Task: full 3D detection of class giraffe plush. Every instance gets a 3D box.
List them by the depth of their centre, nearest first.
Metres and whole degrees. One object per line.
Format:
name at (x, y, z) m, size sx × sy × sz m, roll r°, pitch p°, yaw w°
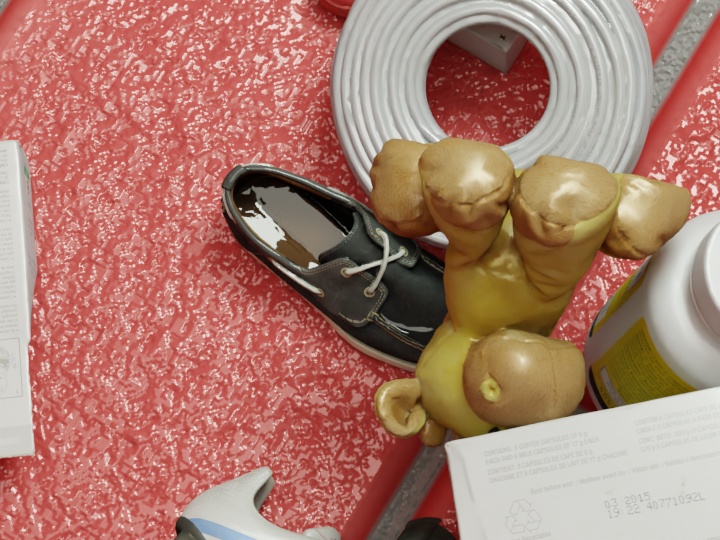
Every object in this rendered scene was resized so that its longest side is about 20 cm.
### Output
giraffe plush at (0.078, 0.022, 1.524) m, size 0.172 × 0.200 × 0.163 m, roll 10°, pitch 87°, yaw -5°

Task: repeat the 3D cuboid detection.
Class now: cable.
cable at (0.076, -0.108, 1.657) m, size 0.199 × 0.069 × 0.201 m, roll 27°, pitch 100°, yaw 8°

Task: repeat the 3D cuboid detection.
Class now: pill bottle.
pill bottle at (0.203, 0.030, 1.567) m, size 0.111 × 0.200 × 0.112 m, roll 3°, pitch 72°, yaw -10°

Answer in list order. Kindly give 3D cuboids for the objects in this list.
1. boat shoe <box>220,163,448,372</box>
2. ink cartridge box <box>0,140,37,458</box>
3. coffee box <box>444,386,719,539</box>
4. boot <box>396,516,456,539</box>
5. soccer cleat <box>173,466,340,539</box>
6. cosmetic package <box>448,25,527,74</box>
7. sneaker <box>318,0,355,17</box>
boat shoe at (0.000, 0.000, 1.673) m, size 0.200 × 0.068 × 0.072 m, roll 33°, pitch 77°, yaw 11°
ink cartridge box at (-0.279, 0.027, 1.702) m, size 0.160 × 0.050 × 0.201 m, roll -6°, pitch 77°, yaw 3°
coffee box at (0.163, 0.194, 1.533) m, size 0.199 × 0.198 × 0.201 m, roll -11°, pitch 71°, yaw 3°
boot at (0.050, 0.246, 1.584) m, size 0.077 × 0.138 × 0.201 m, roll -8°, pitch 98°, yaw 16°
soccer cleat at (-0.027, 0.203, 1.615) m, size 0.086 × 0.070 × 0.200 m, roll -35°, pitch 77°, yaw -16°
cosmetic package at (0.110, -0.230, 1.736) m, size 0.082 × 0.051 × 0.200 m, roll 31°, pitch 79°, yaw 12°
sneaker at (0.029, -0.259, 1.717) m, size 0.078 × 0.116 × 0.201 m, roll 28°, pitch 78°, yaw 12°
